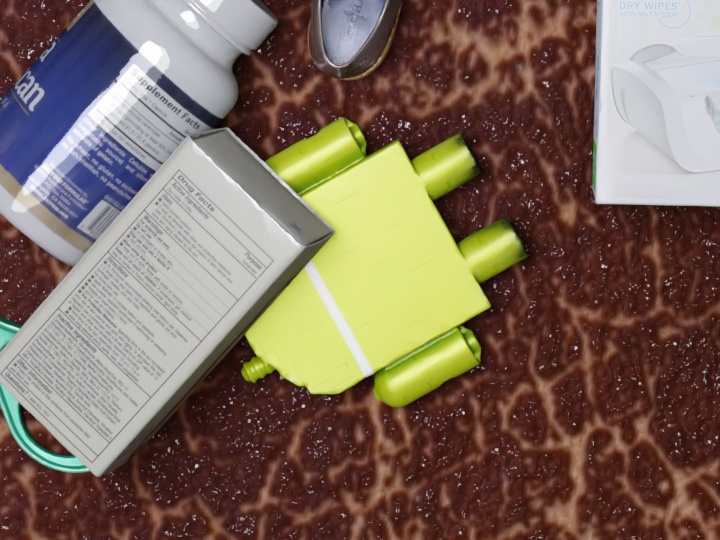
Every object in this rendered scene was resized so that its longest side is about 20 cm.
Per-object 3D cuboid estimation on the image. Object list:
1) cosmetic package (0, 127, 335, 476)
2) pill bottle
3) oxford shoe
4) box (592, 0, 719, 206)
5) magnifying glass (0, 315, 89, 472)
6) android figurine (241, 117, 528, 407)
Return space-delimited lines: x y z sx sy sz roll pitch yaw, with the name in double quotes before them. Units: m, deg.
"cosmetic package" -0.122 0.018 1.695 0.103 0.087 0.200 45 105 4
"pill bottle" -0.147 -0.109 1.707 0.111 0.111 0.200 43 95 -2
"oxford shoe" 0.012 -0.216 1.709 0.071 0.073 0.201 11 95 2
"box" 0.245 -0.130 1.698 0.199 0.097 0.177 2 98 3
"magnifying glass" -0.229 0.050 1.771 0.200 0.022 0.080 45 96 -1
"android figurine" 0.000 0.000 1.747 0.200 0.041 0.182 -31 94 4
